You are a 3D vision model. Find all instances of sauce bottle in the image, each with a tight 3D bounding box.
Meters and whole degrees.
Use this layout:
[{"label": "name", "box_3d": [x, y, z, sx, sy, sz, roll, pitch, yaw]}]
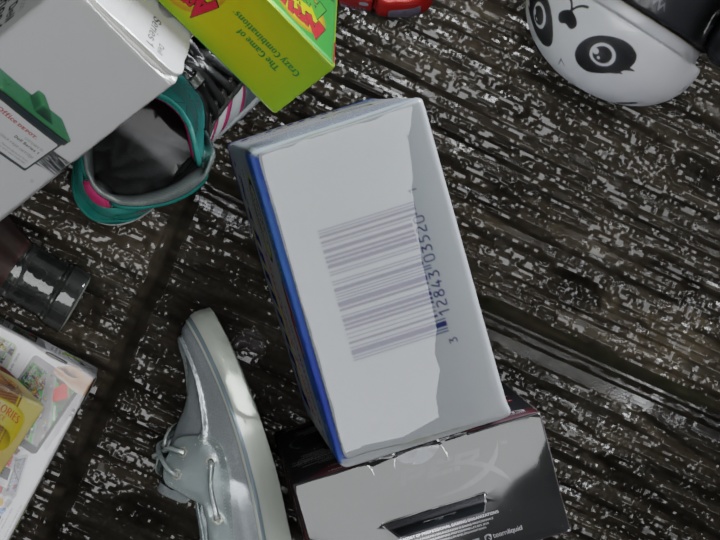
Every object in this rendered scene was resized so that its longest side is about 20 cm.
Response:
[{"label": "sauce bottle", "box_3d": [-0.257, -0.031, 1.268, 0.199, 0.066, 0.066, 29, 91, -9]}]

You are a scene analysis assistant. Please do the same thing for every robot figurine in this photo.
[{"label": "robot figurine", "box_3d": [0.182, -0.197, 1.260, 0.124, 0.150, 0.201, 29, 99, -16]}]

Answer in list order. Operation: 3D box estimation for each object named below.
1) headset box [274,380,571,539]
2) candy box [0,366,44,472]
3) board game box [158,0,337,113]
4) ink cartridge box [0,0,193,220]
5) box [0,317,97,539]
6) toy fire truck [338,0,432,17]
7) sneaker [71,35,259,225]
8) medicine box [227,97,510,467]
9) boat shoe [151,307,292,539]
[{"label": "headset box", "box_3d": [0.032, 0.125, 1.240, 0.148, 0.200, 0.075, -16, 96, -5]}, {"label": "candy box", "box_3d": [-0.288, 0.131, 1.218, 0.201, 0.055, 0.115, -55, 138, 2]}, {"label": "board game box", "box_3d": [-0.095, -0.189, 1.144, 0.048, 0.102, 0.200, -34, 118, 24]}, {"label": "ink cartridge box", "box_3d": [-0.190, -0.109, 1.168, 0.200, 0.146, 0.084, -36, 115, 22]}, {"label": "box", "box_3d": [-0.256, 0.125, 1.294, 0.110, 0.035, 0.201, 29, 92, -7]}, {"label": "toy fire truck", "box_3d": [0.066, -0.248, 1.280, 0.140, 0.049, 0.201, 10, 94, 0]}, {"label": "sneaker", "box_3d": [-0.103, -0.109, 1.246, 0.083, 0.121, 0.200, 37, 90, -7]}, {"label": "medicine box", "box_3d": [0.000, 0.000, 1.226, 0.102, 0.200, 0.183, -17, 96, -6]}, {"label": "boat shoe", "box_3d": [-0.090, 0.126, 1.293, 0.071, 0.070, 0.202, -16, 99, -10]}]
